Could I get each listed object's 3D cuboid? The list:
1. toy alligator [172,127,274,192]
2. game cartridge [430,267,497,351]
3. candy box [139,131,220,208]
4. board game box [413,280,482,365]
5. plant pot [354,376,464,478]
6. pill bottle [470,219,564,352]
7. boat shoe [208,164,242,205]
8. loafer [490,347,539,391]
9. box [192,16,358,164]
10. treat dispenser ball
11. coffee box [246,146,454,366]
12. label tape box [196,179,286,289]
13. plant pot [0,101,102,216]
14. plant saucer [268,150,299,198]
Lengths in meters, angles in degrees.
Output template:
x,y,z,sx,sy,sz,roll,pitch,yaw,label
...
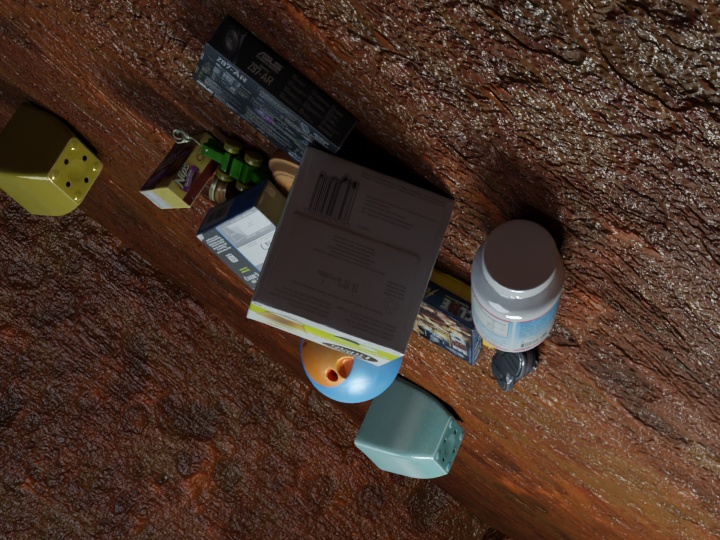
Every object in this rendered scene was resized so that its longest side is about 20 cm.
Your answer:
x,y,z,sx,sy,sz,roll,pitch,yaw,label
-0.204,-0.179,1.582,0.198,0.060,0.054,31,-153,18,toy alligator
0.129,0.042,1.573,0.198,0.033,0.177,27,164,24,game cartridge
-0.302,-0.168,1.715,0.056,0.118,0.199,39,167,-22,candy box
0.125,0.075,1.552,0.134,0.035,0.201,29,165,16,board game box
0.136,0.398,2.458,0.197,0.198,0.197,15,159,33,plant pot
0.181,0.017,1.172,0.108,0.110,0.201,31,166,15,pill bottle
-0.209,-0.133,1.730,0.067,0.073,0.200,28,175,5,boat shoe
0.246,0.131,1.557,0.073,0.062,0.201,62,170,18,loafer
-0.110,-0.211,1.243,0.199,0.044,0.160,37,167,-9,box
-0.017,0.149,1.916,0.199,0.203,0.201,32,167,8,treat dispenser ball
-0.020,-0.009,1.286,0.196,0.204,0.198,20,168,-5,coffee box
-0.137,-0.033,1.580,0.143,0.064,0.200,-21,125,38,label tape box
-0.717,-0.244,2.338,0.197,0.198,0.195,16,158,37,plant pot
-0.058,-0.105,1.513,0.198,0.033,0.201,33,166,9,plant saucer
